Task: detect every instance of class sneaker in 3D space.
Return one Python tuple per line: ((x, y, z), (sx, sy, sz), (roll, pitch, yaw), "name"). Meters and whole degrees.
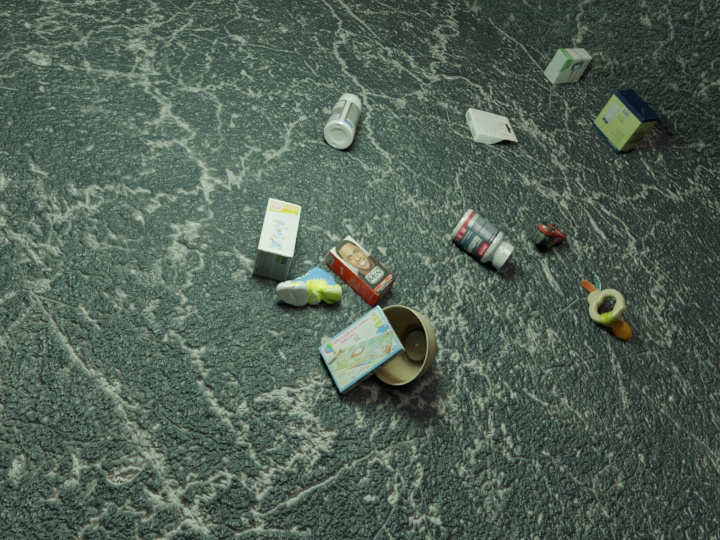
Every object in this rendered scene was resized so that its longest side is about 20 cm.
((-0.151, 0.042, 1.671), (0.194, 0.077, 0.107), (8, 38, -27), "sneaker")
((0.685, -0.120, 2.152), (0.197, 0.099, 0.071), (5, 33, -50), "sneaker")

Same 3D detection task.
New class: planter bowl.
((0.128, 0.200, 1.591), (0.133, 0.200, 0.203), (9, 43, -54), "planter bowl")

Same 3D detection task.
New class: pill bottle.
((0.412, -0.100, 1.983), (0.198, 0.121, 0.120), (37, 48, 9), "pill bottle")
((-0.058, -0.544, 2.136), (0.111, 0.115, 0.204), (21, 48, -5), "pill bottle")

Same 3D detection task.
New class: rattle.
((0.853, 0.122, 2.034), (0.139, 0.133, 0.201), (21, 20, -20), "rattle")

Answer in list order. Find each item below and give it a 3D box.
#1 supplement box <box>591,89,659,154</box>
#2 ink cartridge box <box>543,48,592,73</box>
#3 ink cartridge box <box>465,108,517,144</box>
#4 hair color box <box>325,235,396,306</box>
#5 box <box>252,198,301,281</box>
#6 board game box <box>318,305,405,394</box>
((1.230, -0.693, 2.748), (0.131, 0.202, 0.203), (-13, 58, -30), "supplement box")
((1.045, -1.030, 2.972), (0.195, 0.147, 0.089), (-15, 60, -32), "ink cartridge box")
((0.551, -0.598, 2.491), (0.194, 0.051, 0.165), (8, 51, -23), "ink cartridge box")
((0.000, 0.000, 1.766), (0.199, 0.062, 0.101), (41, 50, 12), "hair color box")
((-0.239, -0.090, 1.699), (0.098, 0.114, 0.205), (13, 49, -10), "box")
((0.002, 0.206, 1.540), (0.197, 0.034, 0.136), (-35, 64, 6), "board game box")
